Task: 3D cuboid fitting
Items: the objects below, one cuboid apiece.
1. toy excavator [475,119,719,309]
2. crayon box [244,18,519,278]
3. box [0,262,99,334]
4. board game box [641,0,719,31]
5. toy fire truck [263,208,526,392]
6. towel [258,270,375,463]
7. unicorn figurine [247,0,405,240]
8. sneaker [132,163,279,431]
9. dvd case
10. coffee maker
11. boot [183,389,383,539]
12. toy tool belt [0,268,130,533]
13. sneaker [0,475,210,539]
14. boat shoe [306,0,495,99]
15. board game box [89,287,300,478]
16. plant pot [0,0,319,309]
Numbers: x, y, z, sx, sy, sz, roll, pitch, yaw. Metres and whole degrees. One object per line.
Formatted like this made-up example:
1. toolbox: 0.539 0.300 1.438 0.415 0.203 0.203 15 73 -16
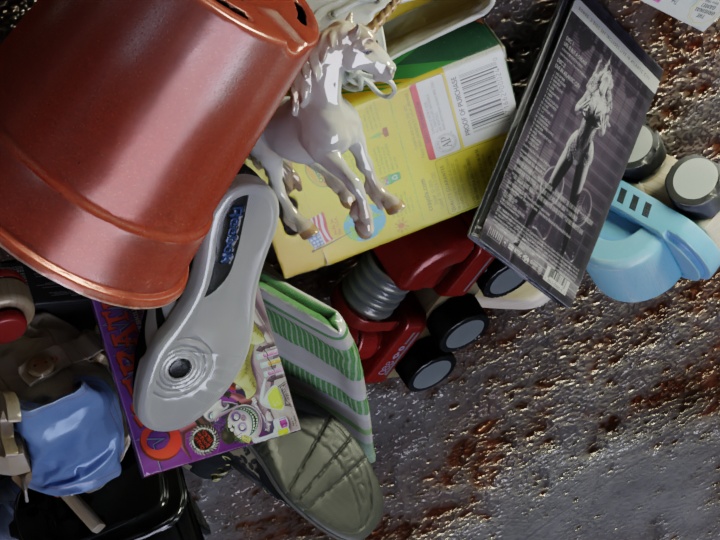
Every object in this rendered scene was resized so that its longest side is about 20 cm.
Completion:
1. toy excavator: 0.180 -0.019 1.737 0.200 0.194 0.100 -52 147 -10
2. crayon box: 0.016 -0.087 1.574 0.199 0.051 0.127 -21 127 -6
3. box: -0.241 0.058 1.647 0.199 0.044 0.160 -6 142 -26
4. board game box: 0.223 -0.250 1.526 0.200 0.034 0.134 17 129 -44
5. toy fire truck: 0.000 0.000 1.671 0.200 0.129 0.176 -3 141 -44
6. towel: -0.061 0.065 1.670 0.023 0.152 0.200 -52 156 -26
7. unicorn figurine: -0.024 -0.091 1.429 0.200 0.138 0.074 -12 -156 43
8. sneaker: -0.121 0.003 1.522 0.073 0.112 0.200 8 116 -34
9. dvd case: 0.153 -0.089 1.608 0.149 0.016 0.200 34 76 -52
10. coffee maker: -0.160 0.224 1.738 0.192 0.135 0.200 -37 137 -21
11. boot: -0.078 0.142 1.718 0.073 0.204 0.154 -47 180 -24
12. toy tool belt: -0.223 0.099 1.564 0.125 0.123 0.200 -21 145 -4
13. sneaker: -0.231 0.211 1.817 0.146 0.077 0.202 -44 134 11
14. boat shoe: 0.000 -0.153 1.473 0.201 0.086 0.075 -23 146 -3
15. board game box: -0.127 0.035 1.562 0.120 0.201 0.032 -17 176 -9
16. plant pot: -0.138 -0.115 1.365 0.200 0.201 0.195 17 120 -44
